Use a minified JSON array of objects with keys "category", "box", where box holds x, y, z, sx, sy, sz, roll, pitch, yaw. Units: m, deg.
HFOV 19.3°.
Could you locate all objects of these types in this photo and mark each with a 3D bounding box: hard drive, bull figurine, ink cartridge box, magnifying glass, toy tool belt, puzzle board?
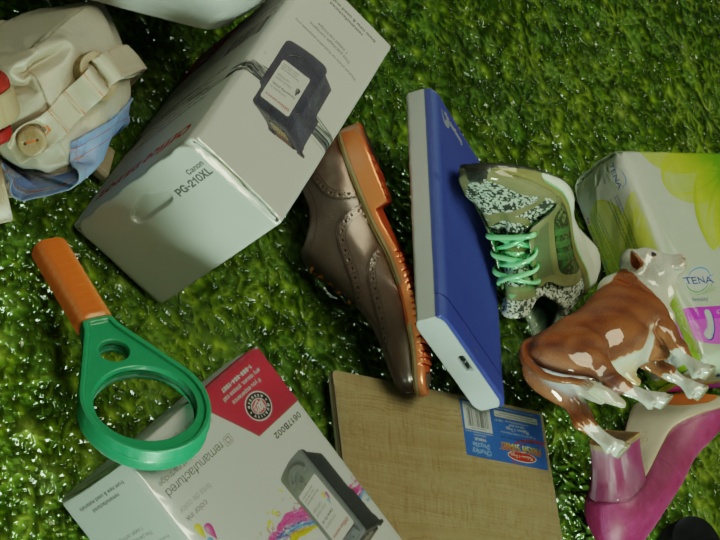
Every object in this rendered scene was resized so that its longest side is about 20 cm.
[{"category":"hard drive","box":[0.070,-0.016,1.555,0.132,0.025,0.201,53,28,-50]},{"category":"bull figurine","box":[0.200,0.056,1.596,0.121,0.065,0.200,43,46,18]},{"category":"ink cartridge box","box":[-0.085,-0.091,1.430,0.084,0.145,0.200,44,45,-14]},{"category":"ink cartridge box","box":[-0.067,0.173,1.339,0.200,0.086,0.148,51,44,-3]},{"category":"magnifying glass","box":[-0.157,0.049,1.315,0.079,0.022,0.200,-12,47,-27]},{"category":"toy tool belt","box":[-0.201,-0.087,1.341,0.200,0.124,0.124,-65,143,-65]},{"category":"puzzle board","box":[0.063,0.158,1.510,0.199,0.017,0.151,14,57,-36]}]

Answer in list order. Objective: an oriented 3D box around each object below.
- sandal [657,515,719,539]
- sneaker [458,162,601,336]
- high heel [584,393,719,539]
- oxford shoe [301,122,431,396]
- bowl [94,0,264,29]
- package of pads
[{"category":"sandal","box":[0.287,0.281,1.613,0.076,0.043,0.201,-18,79,-45]},{"category":"sneaker","box":[0.125,-0.010,1.581,0.200,0.077,0.089,49,49,-49]},{"category":"high heel","box":[0.235,0.156,1.641,0.200,0.067,0.097,-22,110,-58]},{"category":"oxford shoe","box":[0.000,0.000,1.517,0.071,0.073,0.201,47,25,-80]},{"category":"bowl","box":[-0.146,-0.216,1.424,0.199,0.075,0.200,15,10,-1]},{"category":"package of pads","box":[0.270,-0.001,1.740,0.154,0.068,0.201,-1,63,-41]}]
